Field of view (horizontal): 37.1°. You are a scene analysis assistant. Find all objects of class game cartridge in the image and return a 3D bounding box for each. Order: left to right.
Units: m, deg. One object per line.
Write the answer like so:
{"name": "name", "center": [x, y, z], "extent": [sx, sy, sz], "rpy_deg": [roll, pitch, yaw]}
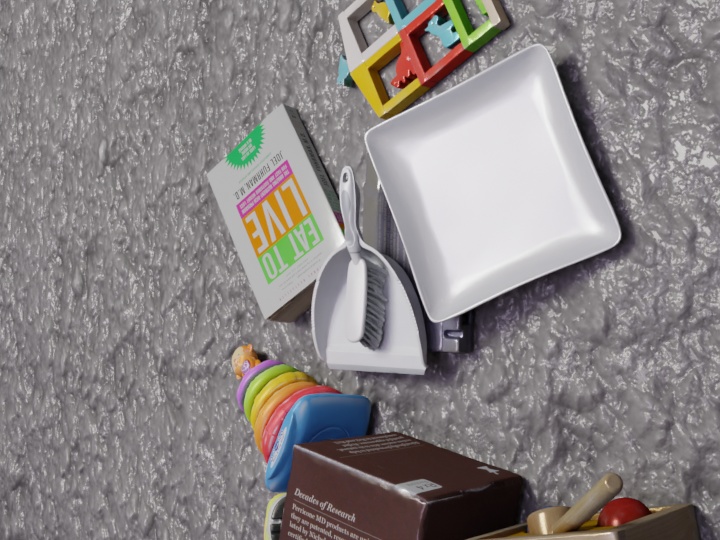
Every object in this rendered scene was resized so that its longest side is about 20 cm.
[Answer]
{"name": "game cartridge", "center": [0.057, -0.021, 1.082], "extent": [0.128, 0.038, 0.204], "rpy_deg": [1, 89, 43]}

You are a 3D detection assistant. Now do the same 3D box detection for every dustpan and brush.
{"name": "dustpan and brush", "center": [0.000, 0.000, 1.069], "extent": [0.138, 0.057, 0.204], "rpy_deg": [-1, 87, 39]}

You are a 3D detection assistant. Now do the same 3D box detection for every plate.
{"name": "plate", "center": [0.122, -0.079, 1.005], "extent": [0.198, 0.032, 0.202], "rpy_deg": [-25, 78, 21]}

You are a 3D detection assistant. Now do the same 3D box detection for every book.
{"name": "book", "center": [-0.085, -0.064, 1.196], "extent": [0.133, 0.048, 0.202], "rpy_deg": [-39, 63, 27]}

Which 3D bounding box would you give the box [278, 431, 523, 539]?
{"name": "box", "center": [0.030, 0.275, 1.004], "extent": [0.163, 0.165, 0.204], "rpy_deg": [13, 96, 39]}

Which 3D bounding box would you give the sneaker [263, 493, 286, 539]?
{"name": "sneaker", "center": [-0.062, 0.329, 1.147], "extent": [0.090, 0.077, 0.204], "rpy_deg": [-174, 78, -71]}

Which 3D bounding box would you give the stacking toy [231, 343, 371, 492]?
{"name": "stacking toy", "center": [-0.090, 0.139, 1.163], "extent": [0.200, 0.109, 0.118], "rpy_deg": [41, 116, 45]}

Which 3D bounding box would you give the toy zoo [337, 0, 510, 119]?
{"name": "toy zoo", "center": [0.050, -0.248, 1.105], "extent": [0.199, 0.020, 0.133], "rpy_deg": [-35, 67, 33]}

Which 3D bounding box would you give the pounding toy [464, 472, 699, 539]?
{"name": "pounding toy", "center": [0.178, 0.236, 0.864], "extent": [0.182, 0.199, 0.145], "rpy_deg": [-16, 78, 37]}
